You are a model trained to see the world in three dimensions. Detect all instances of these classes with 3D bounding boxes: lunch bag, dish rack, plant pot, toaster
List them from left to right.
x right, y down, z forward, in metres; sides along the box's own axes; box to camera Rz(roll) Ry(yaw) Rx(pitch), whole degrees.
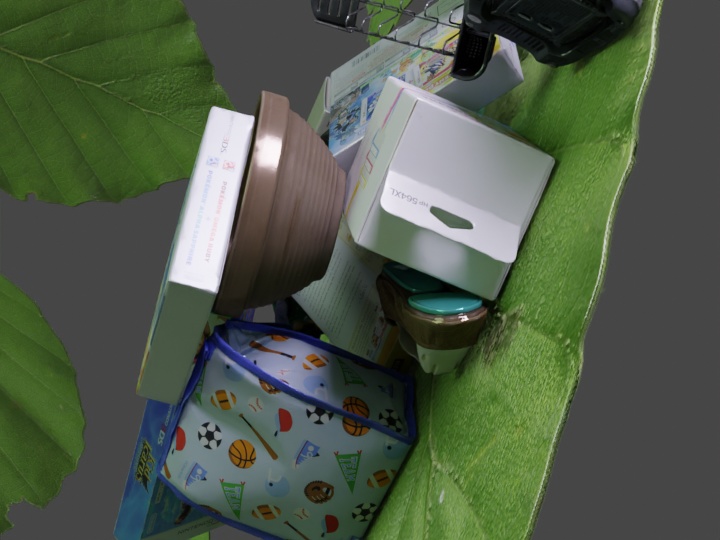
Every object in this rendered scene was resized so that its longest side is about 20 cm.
[{"bbox_3d":[-0.070,0.149,1.142,0.124,0.198,0.172,-91,24,-63],"label":"lunch bag"},{"bbox_3d":[-0.068,-0.051,1.121,0.201,0.091,0.204,-168,90,-81],"label":"plant pot"},{"bbox_3d":[0.039,-0.266,1.100,0.054,0.198,0.155,-30,-44,-63],"label":"dish rack"},{"bbox_3d":[0.160,-0.245,0.946,0.200,0.112,0.131,159,133,-78],"label":"toaster"}]

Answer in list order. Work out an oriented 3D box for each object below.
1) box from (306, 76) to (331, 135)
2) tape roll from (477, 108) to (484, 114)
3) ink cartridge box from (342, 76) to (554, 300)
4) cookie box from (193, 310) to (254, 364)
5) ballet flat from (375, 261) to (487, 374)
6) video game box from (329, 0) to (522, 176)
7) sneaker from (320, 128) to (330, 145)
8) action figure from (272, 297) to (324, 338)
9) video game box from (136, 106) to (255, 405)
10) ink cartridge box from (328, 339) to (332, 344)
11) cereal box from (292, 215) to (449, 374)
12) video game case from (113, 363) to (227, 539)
[{"bbox_3d":[-0.025,-0.122,1.619,0.109,0.126,0.202,-88,21,-59],"label":"box"},{"bbox_3d":[0.076,-0.139,1.352,0.200,0.048,0.203,-159,89,-79],"label":"tape roll"},{"bbox_3d":[0.068,-0.071,1.045,0.200,0.127,0.127,-115,46,-75],"label":"ink cartridge box"},{"bbox_3d":[-0.162,0.074,1.319,0.172,0.074,0.202,-73,-3,-59],"label":"cookie box"},{"bbox_3d":[0.057,0.045,1.053,0.200,0.067,0.073,-148,55,-69],"label":"ballet flat"},{"bbox_3d":[0.059,-0.190,1.230,0.199,0.047,0.183,-30,28,20],"label":"video game box"},{"bbox_3d":[-0.051,-0.107,1.321,0.104,0.197,0.061,-140,42,-60],"label":"sneaker"},{"bbox_3d":[-0.068,0.000,1.384,0.055,0.117,0.203,163,100,-66],"label":"action figure"},{"bbox_3d":[-0.144,-0.010,1.091,0.201,0.046,0.184,117,167,-53],"label":"video game box"},{"bbox_3d":[-0.002,-0.013,1.359,0.196,0.043,0.203,155,113,-77],"label":"ink cartridge box"},{"bbox_3d":[0.000,0.000,1.231,0.200,0.039,0.145,47,121,42],"label":"cereal box"},{"bbox_3d":[-0.144,0.176,1.255,0.180,0.045,0.202,-14,-49,-46],"label":"video game case"}]
